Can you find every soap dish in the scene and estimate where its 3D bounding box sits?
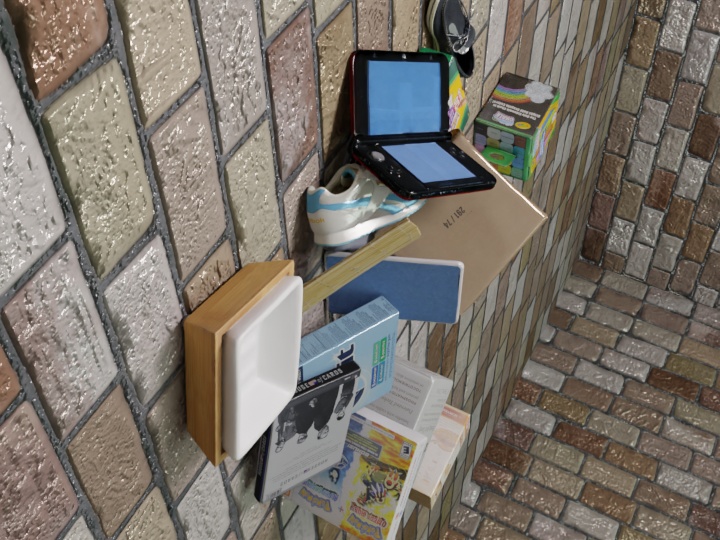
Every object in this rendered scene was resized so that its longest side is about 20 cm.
[{"bbox_3d":[-0.136,0.101,1.069,0.157,0.080,0.203,-47,151,-48],"label":"soap dish"}]

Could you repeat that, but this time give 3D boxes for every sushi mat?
[{"bbox_3d":[-0.010,-0.005,1.213,0.198,0.012,0.096,-33,163,4],"label":"sushi mat"}]

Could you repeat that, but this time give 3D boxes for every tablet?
[{"bbox_3d":[0.047,0.025,1.333,0.131,0.196,0.014,89,8,-47],"label":"tablet"}]

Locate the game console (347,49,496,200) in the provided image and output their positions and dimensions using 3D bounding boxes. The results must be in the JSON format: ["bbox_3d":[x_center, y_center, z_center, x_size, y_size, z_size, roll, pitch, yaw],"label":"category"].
[{"bbox_3d":[0.086,-0.191,1.210,0.198,0.172,0.120,-11,135,-44],"label":"game console"}]

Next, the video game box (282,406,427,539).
[{"bbox_3d":[-0.015,0.304,1.436,0.047,0.197,0.186,-11,120,-63],"label":"video game box"}]

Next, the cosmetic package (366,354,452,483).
[{"bbox_3d":[0.034,0.244,1.558,0.203,0.164,0.167,-68,161,-1],"label":"cosmetic package"}]

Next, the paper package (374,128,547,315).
[{"bbox_3d":[0.144,-0.073,1.385,0.201,0.190,0.104,-48,-173,8],"label":"paper package"}]

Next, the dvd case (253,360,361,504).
[{"bbox_3d":[-0.076,0.229,1.308,0.149,0.025,0.203,-20,138,-35],"label":"dvd case"}]

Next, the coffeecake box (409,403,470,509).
[{"bbox_3d":[0.123,0.370,1.951,0.202,0.151,0.074,-59,159,-27],"label":"coffeecake box"}]

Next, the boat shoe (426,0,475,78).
[{"bbox_3d":[0.142,-0.361,1.398,0.075,0.061,0.201,-60,158,-20],"label":"boat shoe"}]

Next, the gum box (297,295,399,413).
[{"bbox_3d":[-0.037,0.149,1.334,0.198,0.045,0.172,-26,140,-28],"label":"gum box"}]

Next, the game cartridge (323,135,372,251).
[{"bbox_3d":[0.007,-0.126,1.306,0.133,0.040,0.204,-14,122,-72],"label":"game cartridge"}]

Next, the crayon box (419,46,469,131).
[{"bbox_3d":[0.111,-0.241,1.439,0.121,0.057,0.200,-66,161,-9],"label":"crayon box"}]

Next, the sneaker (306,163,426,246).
[{"bbox_3d":[0.017,-0.104,1.212,0.198,0.076,0.082,-29,116,-31],"label":"sneaker"}]

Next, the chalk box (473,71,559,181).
[{"bbox_3d":[0.298,-0.269,1.832,0.201,0.123,0.125,-56,157,-31],"label":"chalk box"}]

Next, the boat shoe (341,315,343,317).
[{"bbox_3d":[-0.005,0.096,1.449,0.199,0.071,0.066,-31,140,-53],"label":"boat shoe"}]
